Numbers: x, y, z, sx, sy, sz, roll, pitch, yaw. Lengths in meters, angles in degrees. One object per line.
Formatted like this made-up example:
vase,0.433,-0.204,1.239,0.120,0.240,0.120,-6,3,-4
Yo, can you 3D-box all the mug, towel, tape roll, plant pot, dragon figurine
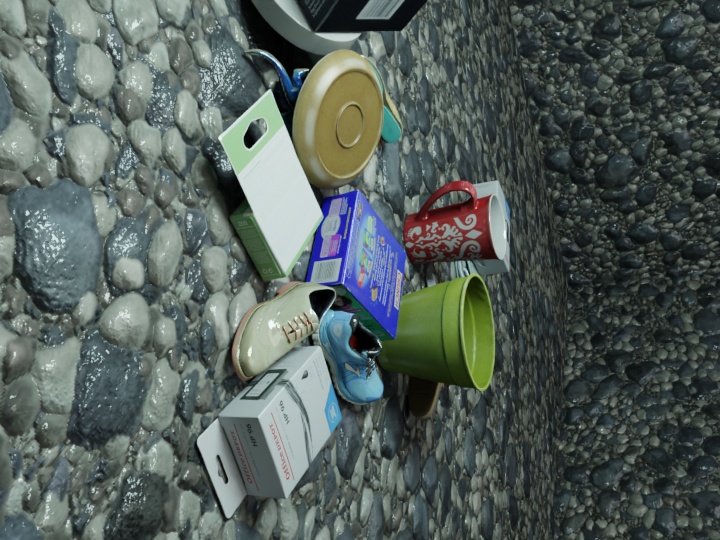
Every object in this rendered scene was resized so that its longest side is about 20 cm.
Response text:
mug,0.196,-0.101,1.220,0.133,0.195,0.183,-33,113,-58
towel,0.303,-0.044,1.576,0.170,0.047,0.207,-18,101,-61
tape roll,-0.080,-0.409,0.833,0.199,0.037,0.208,19,57,-31
plant pot,0.130,0.117,1.054,0.199,0.188,0.207,21,66,-60
plant pot,-0.023,-0.219,0.854,0.198,0.027,0.205,-31,131,-43
dragon figurine,-0.094,-0.233,0.837,0.199,0.057,0.102,38,51,-56

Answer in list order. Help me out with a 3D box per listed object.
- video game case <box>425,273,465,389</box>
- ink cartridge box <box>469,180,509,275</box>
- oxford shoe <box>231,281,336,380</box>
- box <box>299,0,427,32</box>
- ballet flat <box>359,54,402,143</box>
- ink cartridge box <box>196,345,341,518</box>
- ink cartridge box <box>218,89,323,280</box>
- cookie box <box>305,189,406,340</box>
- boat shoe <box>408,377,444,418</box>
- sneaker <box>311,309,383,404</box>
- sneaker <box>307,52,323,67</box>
video game case,0.200,0.139,1.303,0.184,0.023,0.202,-94,161,-52
ink cartridge box,0.349,-0.113,1.541,0.145,0.082,0.205,48,43,-51
oxford shoe,-0.097,0.068,0.752,0.201,0.072,0.072,-54,131,-52
box,-0.012,-0.460,0.809,0.194,0.117,0.204,-22,83,-43
ballet flat,0.023,-0.331,1.089,0.201,0.069,0.072,52,41,-44
ink cartridge box,-0.105,0.197,0.718,0.200,0.066,0.119,-45,123,-56
ink cartridge box,-0.125,-0.112,0.764,0.203,0.047,0.147,66,32,-30
cookie box,0.000,0.000,0.952,0.200,0.073,0.175,48,44,-48
boat shoe,0.149,0.221,1.196,0.069,0.072,0.204,49,42,-38
sneaker,-0.003,0.143,0.902,0.202,0.088,0.080,62,35,-37
sneaker,-0.063,-0.352,0.934,0.118,0.072,0.205,114,-45,-75
